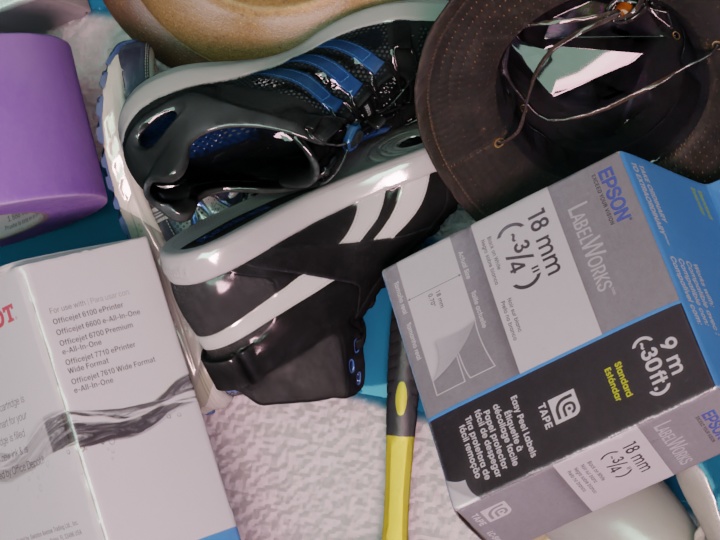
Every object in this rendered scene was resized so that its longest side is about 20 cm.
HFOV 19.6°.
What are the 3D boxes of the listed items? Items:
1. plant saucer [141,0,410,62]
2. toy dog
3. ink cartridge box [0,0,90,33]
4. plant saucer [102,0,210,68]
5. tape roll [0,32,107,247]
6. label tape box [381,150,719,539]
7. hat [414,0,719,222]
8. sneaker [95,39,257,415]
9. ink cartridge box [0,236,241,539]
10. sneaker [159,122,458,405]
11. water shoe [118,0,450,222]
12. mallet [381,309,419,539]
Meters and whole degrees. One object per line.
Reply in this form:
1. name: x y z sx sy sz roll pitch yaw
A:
1. plant saucer: -0.040 -0.201 1.072 0.198 0.035 0.202 0 90 12
2. toy dog: 0.133 0.125 1.002 0.199 0.096 0.133 7 70 49
3. ink cartridge box: -0.250 -0.213 1.127 0.145 0.084 0.202 -19 87 11
4. plant saucer: -0.061 -0.200 1.113 0.199 0.037 0.202 0 91 12
5. tape roll: -0.234 -0.052 1.064 0.198 0.200 0.086 -15 86 11
6. label tape box: 0.123 0.024 0.983 0.199 0.063 0.145 -26 52 12
7. hat: 0.113 -0.103 1.036 0.199 0.081 0.202 -6 126 -8
8. sneaker: -0.082 -0.028 1.105 0.084 0.077 0.202 -16 94 1
9. ink cartridge box: -0.148 0.100 1.072 0.145 0.083 0.202 -22 84 50
10. sneaker: 0.000 0.000 1.071 0.199 0.073 0.113 -25 110 -19
11. water shoe: -0.019 -0.073 1.043 0.198 0.072 0.079 -17 48 -7
12. mallet: 0.011 0.095 1.098 0.065 0.041 0.202 -4 85 8
